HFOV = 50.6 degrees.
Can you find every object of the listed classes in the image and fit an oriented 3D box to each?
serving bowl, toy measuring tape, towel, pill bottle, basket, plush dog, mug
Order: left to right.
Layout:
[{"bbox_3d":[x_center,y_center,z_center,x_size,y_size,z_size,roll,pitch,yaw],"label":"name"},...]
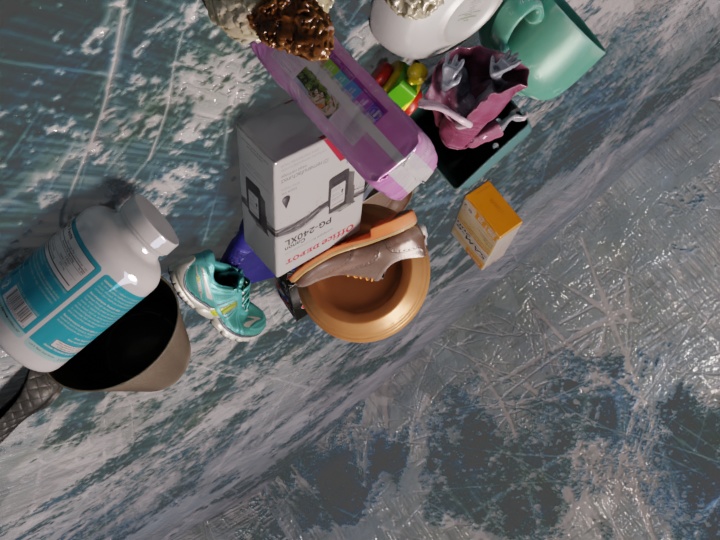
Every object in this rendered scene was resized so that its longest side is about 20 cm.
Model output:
[{"bbox_3d":[-0.292,0.008,0.813,0.199,0.111,0.111,-38,165,4],"label":"pill bottle"},{"bbox_3d":[-0.301,0.095,1.016,0.179,0.137,0.200,-31,168,-6],"label":"basket"},{"bbox_3d":[-0.132,-0.056,1.116,0.147,0.050,0.200,-16,153,-43],"label":"towel"},{"bbox_3d":[-0.047,-0.245,0.581,0.172,0.200,0.161,-46,132,-3],"label":"plush dog"},{"bbox_3d":[0.022,-0.214,0.985,0.073,0.074,0.199,-23,175,-41],"label":"toy measuring tape"},{"bbox_3d":[0.108,-0.313,0.865,0.199,0.066,0.200,-35,164,-12],"label":"serving bowl"},{"bbox_3d":[0.217,-0.307,0.993,0.184,0.153,0.114,27,124,-34],"label":"mug"}]

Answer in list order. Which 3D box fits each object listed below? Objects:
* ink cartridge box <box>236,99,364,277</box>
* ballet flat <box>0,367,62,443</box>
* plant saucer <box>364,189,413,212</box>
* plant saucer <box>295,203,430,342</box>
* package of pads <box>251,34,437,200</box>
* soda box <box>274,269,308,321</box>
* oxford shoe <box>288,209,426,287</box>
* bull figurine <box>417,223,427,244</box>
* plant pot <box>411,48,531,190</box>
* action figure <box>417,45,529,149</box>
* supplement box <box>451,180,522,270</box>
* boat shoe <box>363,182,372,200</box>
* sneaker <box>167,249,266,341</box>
[{"bbox_3d":[-0.070,-0.108,0.945,0.144,0.083,0.201,-31,149,-26],"label":"ink cartridge box"},{"bbox_3d":[-0.496,0.197,1.049,0.199,0.057,0.067,-38,-153,6],"label":"ballet flat"},{"bbox_3d":[0.004,-0.094,1.325,0.199,0.035,0.201,-35,165,-11],"label":"plant saucer"},{"bbox_3d":[0.000,0.000,1.088,0.199,0.201,0.037,-38,165,3],"label":"plant saucer"},{"bbox_3d":[-0.012,-0.166,0.771,0.076,0.200,0.120,-43,168,6],"label":"package of pads"},{"bbox_3d":[-0.109,0.022,1.350,0.070,0.064,0.200,-33,163,-12],"label":"soda box"},{"bbox_3d":[-0.005,-0.011,1.037,0.198,0.074,0.071,-23,-171,18],"label":"oxford shoe"},{"bbox_3d":[0.060,-0.044,1.522,0.199,0.065,0.122,-6,134,-58],"label":"bull figurine"},{"bbox_3d":[0.171,-0.219,1.161,0.141,0.142,0.200,-42,171,17],"label":"plant pot"},{"bbox_3d":[0.141,-0.196,0.974,0.150,0.133,0.200,-62,175,-20],"label":"action figure"},{"bbox_3d":[0.288,-0.100,1.768,0.073,0.127,0.200,-33,163,-15],"label":"supplement box"},{"bbox_3d":[-0.028,-0.116,1.149,0.056,0.069,0.201,-4,144,-35],"label":"boat shoe"},{"bbox_3d":[-0.187,0.038,1.083,0.079,0.078,0.200,-29,143,11],"label":"sneaker"}]
